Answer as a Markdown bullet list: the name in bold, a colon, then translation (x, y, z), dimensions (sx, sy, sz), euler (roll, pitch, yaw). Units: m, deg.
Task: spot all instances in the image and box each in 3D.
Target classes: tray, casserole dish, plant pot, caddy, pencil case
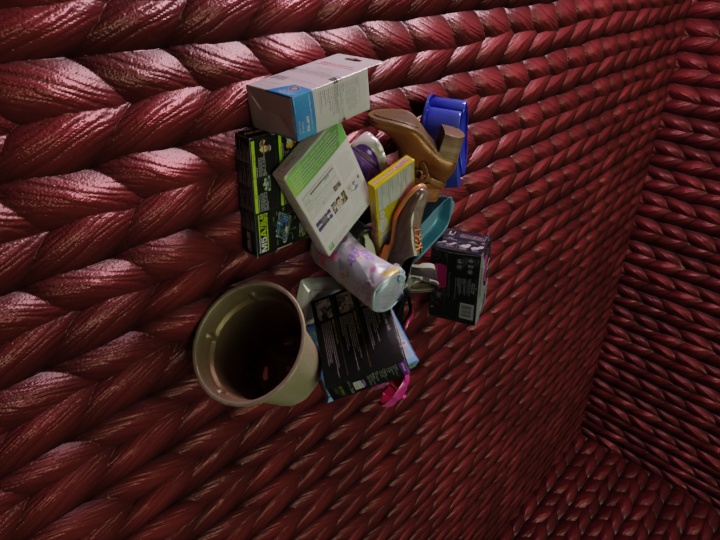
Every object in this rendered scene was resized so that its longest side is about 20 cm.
- **tray**: translation (-0.059, 0.067, 1.144), dimensions (0.198, 0.022, 0.110), euler (-3, 112, -50)
- **casserole dish**: translation (0.147, -0.096, 1.278), dimensions (0.200, 0.039, 0.122), euler (-45, 153, -24)
- **plant pot**: translation (-0.155, 0.148, 0.953), dimensions (0.202, 0.198, 0.184), euler (-56, 154, -11)
- **caddy**: translation (0.167, -0.268, 1.171), dimensions (0.142, 0.103, 0.203), euler (-60, 150, -50)
- **pencil case**: translation (-0.008, -0.009, 1.019), dimensions (0.082, 0.199, 0.092), euler (10, 111, -53)

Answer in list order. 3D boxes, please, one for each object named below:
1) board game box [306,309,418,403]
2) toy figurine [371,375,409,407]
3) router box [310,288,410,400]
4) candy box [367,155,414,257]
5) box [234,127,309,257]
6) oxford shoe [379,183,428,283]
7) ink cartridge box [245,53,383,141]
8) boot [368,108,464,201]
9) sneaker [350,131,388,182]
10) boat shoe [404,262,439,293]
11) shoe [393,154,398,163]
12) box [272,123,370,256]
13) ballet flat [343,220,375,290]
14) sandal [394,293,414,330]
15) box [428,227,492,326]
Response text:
- **board game box**: translation (-0.004, 0.154, 1.106), dimensions (0.197, 0.153, 0.037), euler (-17, 154, -20)
- **toy figurine**: translation (0.017, 0.206, 1.168), dimensions (0.152, 0.183, 0.199), euler (-57, 144, -1)
- **router box**: translation (-0.005, 0.119, 1.015), dimensions (0.146, 0.202, 0.051), euler (-20, 136, 4)
- **candy box**: translation (0.063, -0.118, 1.073), dimensions (0.102, 0.026, 0.202), euler (-39, 149, -23)
- **box**: translation (-0.117, -0.146, 0.936), dimensions (0.191, 0.047, 0.204), euler (-25, 128, -39)
- **oxford shoe**: translation (0.099, -0.069, 1.075), dimensions (0.071, 0.073, 0.203), euler (-16, 134, -45)
- **ink cartridge box**: translation (-0.064, -0.277, 0.868), dimensions (0.199, 0.115, 0.069), euler (-34, 134, -34)
- **boot**: translation (0.092, -0.220, 1.085), dimensions (0.074, 0.196, 0.157), euler (-78, -174, -52)
- **sneaker**: translation (0.017, -0.179, 1.079), dimensions (0.083, 0.081, 0.201), euler (-31, 138, -2)
- **boat shoe**: translation (0.102, 0.025, 1.254), dimensions (0.197, 0.061, 0.074), euler (-1, 153, -42)
- **shoe**: translation (0.095, -0.161, 1.182), dimensions (0.069, 0.053, 0.204), euler (-9, 116, -48)
- **box**: translation (-0.057, -0.142, 0.948), dimensions (0.145, 0.036, 0.201), euler (-52, 144, -20)
- **ballet flat**: translation (0.000, 0.000, 1.117), dimensions (0.067, 0.068, 0.204), euler (-26, 120, -42)
- **sandal**: translation (0.099, 0.124, 1.300), dimensions (0.075, 0.044, 0.203), euler (109, -1, -67)
- **box**: translation (0.251, 0.014, 1.389), dimensions (0.115, 0.130, 0.204), euler (-49, 144, -50)
